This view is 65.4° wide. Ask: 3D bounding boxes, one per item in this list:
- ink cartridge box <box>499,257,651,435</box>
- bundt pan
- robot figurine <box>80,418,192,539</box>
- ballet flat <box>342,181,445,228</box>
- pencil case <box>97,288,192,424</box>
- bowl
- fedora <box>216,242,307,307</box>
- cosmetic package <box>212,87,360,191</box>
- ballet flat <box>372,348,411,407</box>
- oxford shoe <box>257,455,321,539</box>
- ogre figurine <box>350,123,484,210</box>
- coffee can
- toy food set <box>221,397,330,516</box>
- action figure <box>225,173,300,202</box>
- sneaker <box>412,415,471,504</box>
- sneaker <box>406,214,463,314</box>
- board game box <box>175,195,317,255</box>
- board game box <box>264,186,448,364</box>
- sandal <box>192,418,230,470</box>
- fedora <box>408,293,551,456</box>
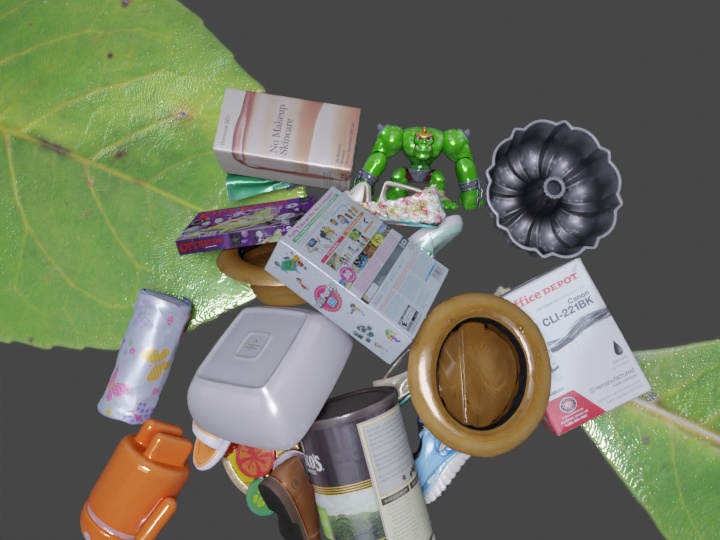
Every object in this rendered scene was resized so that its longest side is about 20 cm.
[{"bbox_3d":[0.285,0.104,0.796,0.143,0.084,0.202,-27,80,3],"label":"ink cartridge box"},{"bbox_3d":[0.270,-0.110,0.821,0.198,0.076,0.206,1,81,-4],"label":"bundt pan"},{"bbox_3d":[-0.325,0.322,0.814,0.143,0.117,0.202,30,87,9],"label":"robot figurine"},{"bbox_3d":[0.026,-0.096,0.807,0.197,0.076,0.065,3,97,18],"label":"ballet flat"},{"bbox_3d":[-0.329,0.129,0.856,0.090,0.083,0.203,13,83,42],"label":"pencil case"},{"bbox_3d":[-0.129,0.123,0.749,0.197,0.075,0.201,2,43,34],"label":"bowl"},{"bbox_3d":[-0.113,-0.003,0.831,0.197,0.202,0.083,-5,119,5],"label":"fedora"},{"bbox_3d":[-0.103,-0.190,0.822,0.196,0.087,0.105,7,78,0],"label":"cosmetic package"},{"bbox_3d":[0.103,0.130,0.823,0.199,0.067,0.063,-35,70,0],"label":"ballet flat"},{"bbox_3d":[-0.076,0.342,0.781,0.071,0.203,0.071,13,39,35],"label":"oxford shoe"},{"bbox_3d":[0.088,-0.157,0.850,0.197,0.098,0.122,8,101,22],"label":"ogre figurine"},{"bbox_3d":[0.006,0.274,0.746,0.144,0.146,0.203,-16,88,4],"label":"coffee can"},{"bbox_3d":[-0.118,0.251,0.837,0.199,0.049,0.199,-36,81,0],"label":"toy food set"},{"bbox_3d":[-0.112,-0.170,0.889,0.196,0.055,0.120,-5,81,-2],"label":"action figure"},{"bbox_3d":[0.124,0.229,0.802,0.090,0.078,0.201,38,88,12],"label":"sneaker"},{"bbox_3d":[0.093,0.015,0.832,0.200,0.074,0.119,-38,75,9],"label":"sneaker"},{"bbox_3d":[-0.167,-0.071,0.851,0.196,0.120,0.033,-8,111,5],"label":"board game box"},{"bbox_3d":[0.000,0.000,0.729,0.199,0.064,0.148,37,43,1],"label":"board game box"},{"bbox_3d":[-0.202,0.183,0.822,0.079,0.059,0.209,15,73,51],"label":"sandal"},{"bbox_3d":[0.150,0.135,0.735,0.197,0.082,0.204,0,76,-2],"label":"fedora"}]
